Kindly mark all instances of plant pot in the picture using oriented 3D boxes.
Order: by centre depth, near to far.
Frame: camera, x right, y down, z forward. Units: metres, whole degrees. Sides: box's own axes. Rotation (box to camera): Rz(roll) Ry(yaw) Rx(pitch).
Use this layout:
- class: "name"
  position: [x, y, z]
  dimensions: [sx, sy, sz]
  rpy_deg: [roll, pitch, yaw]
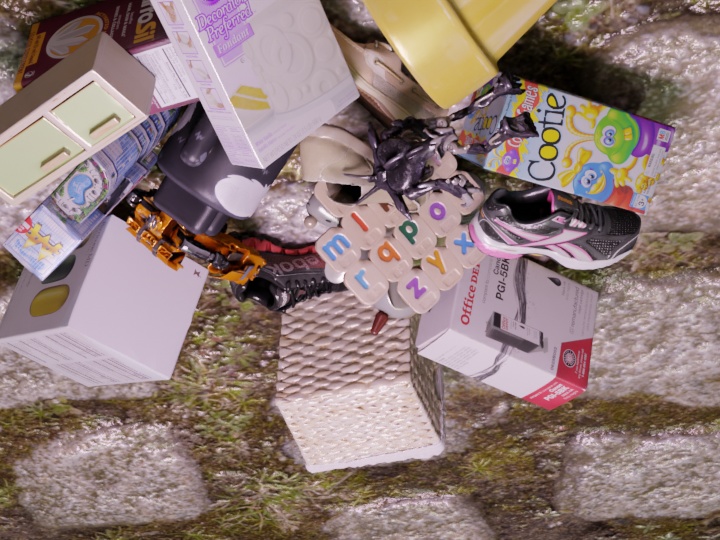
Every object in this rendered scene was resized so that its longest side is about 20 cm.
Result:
- class: "plant pot"
  position: [0.103, -0.287, 1.160]
  dimensions: [0.189, 0.201, 0.201]
  rpy_deg: [-33, 132, 12]

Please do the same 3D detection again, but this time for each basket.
- class: "basket"
  position: [0.003, 0.140, 1.652]
  dimensions: [0.200, 0.198, 0.161]
  rpy_deg: [-10, 137, 12]

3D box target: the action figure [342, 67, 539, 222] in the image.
- class: "action figure"
  position: [0.086, -0.121, 1.265]
  dimensions: [0.200, 0.119, 0.102]
  rpy_deg: [-27, 159, 21]

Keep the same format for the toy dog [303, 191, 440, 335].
- class: "toy dog"
  position: [0.000, 0.000, 1.475]
  dimensions: [0.200, 0.096, 0.132]
  rpy_deg: [37, 160, 23]

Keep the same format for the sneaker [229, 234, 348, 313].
- class: "sneaker"
  position: [-0.078, 0.012, 1.575]
  dimensions: [0.200, 0.098, 0.071]
  rpy_deg: [4, 138, -7]

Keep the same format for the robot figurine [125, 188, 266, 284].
- class: "robot figurine"
  position: [-0.197, -0.036, 1.449]
  dimensions: [0.058, 0.145, 0.200]
  rpy_deg: [-55, 157, 9]

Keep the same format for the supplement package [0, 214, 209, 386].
- class: "supplement package"
  position: [-0.321, 0.043, 1.519]
  dimensions: [0.151, 0.152, 0.200]
  rpy_deg: [32, 154, -33]

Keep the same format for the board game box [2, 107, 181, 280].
- class: "board game box"
  position: [-0.293, -0.088, 1.350]
  dimensions: [0.062, 0.200, 0.200]
  rpy_deg: [44, 136, -12]

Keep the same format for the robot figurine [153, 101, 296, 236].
- class: "robot figurine"
  position: [-0.143, -0.137, 1.337]
  dimensions: [0.125, 0.150, 0.200]
  rpy_deg: [30, 99, -27]

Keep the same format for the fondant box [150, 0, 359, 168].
- class: "fondant box"
  position: [-0.101, -0.222, 1.216]
  dimensions: [0.058, 0.144, 0.200]
  rpy_deg: [12, 136, 50]

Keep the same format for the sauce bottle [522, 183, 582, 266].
- class: "sauce bottle"
  position: [0.221, -0.048, 1.532]
  dimensions: [0.065, 0.065, 0.200]
  rpy_deg: [8, 141, -9]

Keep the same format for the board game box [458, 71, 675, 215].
- class: "board game box"
  position: [0.224, -0.144, 1.356]
  dimensions: [0.200, 0.105, 0.103]
  rpy_deg: [14, 101, -17]

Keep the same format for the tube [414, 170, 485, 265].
- class: "tube"
  position: [0.106, -0.046, 1.550]
  dimensions: [0.058, 0.052, 0.200]
  rpy_deg: [40, 146, 16]

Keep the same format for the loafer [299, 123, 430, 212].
- class: "loafer"
  position: [-0.001, -0.099, 1.342]
  dimensions: [0.076, 0.068, 0.200]
  rpy_deg: [14, 172, 45]

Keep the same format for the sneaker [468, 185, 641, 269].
- class: "sneaker"
  position: [0.229, -0.055, 1.400]
  dimensions: [0.200, 0.080, 0.086]
  rpy_deg: [-2, 148, -11]

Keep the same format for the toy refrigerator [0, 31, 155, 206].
- class: "toy refrigerator"
  position: [-0.305, -0.147, 1.231]
  dimensions: [0.200, 0.070, 0.076]
  rpy_deg: [-28, 129, 27]

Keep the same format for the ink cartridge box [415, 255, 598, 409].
- class: "ink cartridge box"
  position: [0.183, 0.063, 1.511]
  dimensions: [0.200, 0.147, 0.083]
  rpy_deg: [23, 148, -17]

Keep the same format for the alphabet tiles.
- class: "alphabet tiles"
  position: [0.047, -0.057, 1.425]
  dimensions: [0.196, 0.200, 0.015]
  rpy_deg: [48, 166, -5]

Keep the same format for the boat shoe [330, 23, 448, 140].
- class: "boat shoe"
  position: [0.013, -0.216, 1.332]
  dimensions: [0.200, 0.072, 0.065]
  rpy_deg: [40, 85, -21]

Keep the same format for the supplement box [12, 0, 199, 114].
- class: "supplement box"
  position: [-0.246, -0.221, 1.282]
  dimensions: [0.200, 0.110, 0.086]
  rpy_deg: [-14, 135, 15]
